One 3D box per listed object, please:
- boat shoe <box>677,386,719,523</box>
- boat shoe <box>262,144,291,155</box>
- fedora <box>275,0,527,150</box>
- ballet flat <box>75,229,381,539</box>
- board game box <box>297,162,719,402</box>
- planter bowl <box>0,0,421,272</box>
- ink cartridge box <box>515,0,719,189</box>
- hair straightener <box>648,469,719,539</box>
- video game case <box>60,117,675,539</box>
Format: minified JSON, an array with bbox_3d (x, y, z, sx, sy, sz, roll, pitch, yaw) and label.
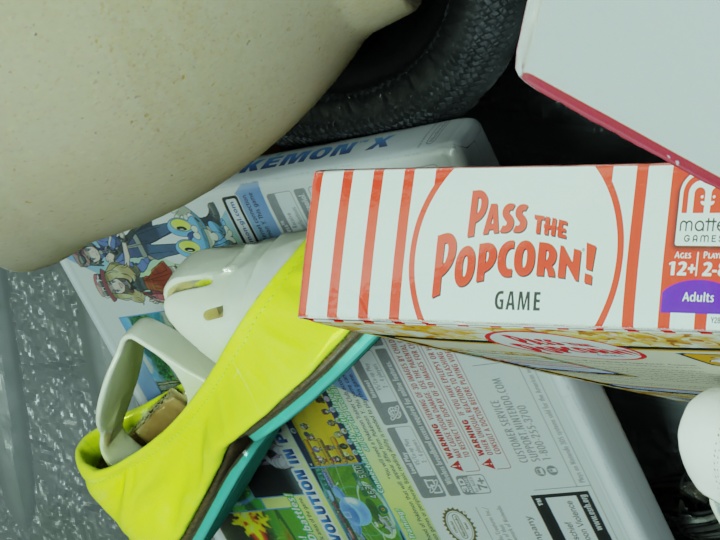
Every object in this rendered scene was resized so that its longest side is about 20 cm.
[{"bbox_3d":[0.148,0.079,0.785,0.069,0.071,0.200,19,163,32],"label":"boat shoe"},{"bbox_3d":[0.000,0.000,0.933,0.072,0.076,0.201,-8,114,42],"label":"boat shoe"},{"bbox_3d":[-0.015,-0.138,0.857,0.200,0.092,0.202,16,123,27],"label":"fedora"},{"bbox_3d":[-0.043,0.031,0.849,0.067,0.067,0.200,40,138,1],"label":"ballet flat"},{"bbox_3d":[0.103,0.010,0.758,0.151,0.200,0.047,1,82,40],"label":"board game box"},{"bbox_3d":[-0.060,-0.113,0.732,0.134,0.200,0.201,-15,103,10],"label":"planter bowl"},{"bbox_3d":[0.164,-0.104,0.646,0.145,0.200,0.145,30,125,26],"label":"ink cartridge box"},{"bbox_3d":[0.099,0.096,0.912,0.199,0.041,0.077,-17,99,44],"label":"hair straightener"},{"bbox_3d":[0.003,0.048,0.895,0.182,0.022,0.201,-8,120,36],"label":"video game case"}]
